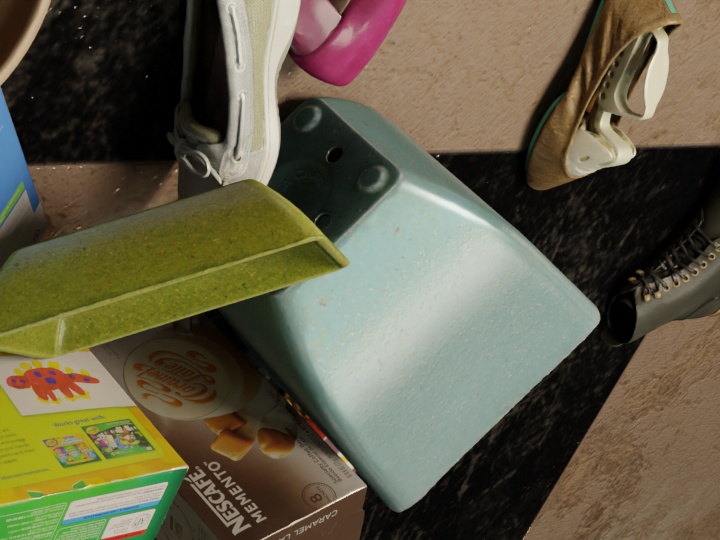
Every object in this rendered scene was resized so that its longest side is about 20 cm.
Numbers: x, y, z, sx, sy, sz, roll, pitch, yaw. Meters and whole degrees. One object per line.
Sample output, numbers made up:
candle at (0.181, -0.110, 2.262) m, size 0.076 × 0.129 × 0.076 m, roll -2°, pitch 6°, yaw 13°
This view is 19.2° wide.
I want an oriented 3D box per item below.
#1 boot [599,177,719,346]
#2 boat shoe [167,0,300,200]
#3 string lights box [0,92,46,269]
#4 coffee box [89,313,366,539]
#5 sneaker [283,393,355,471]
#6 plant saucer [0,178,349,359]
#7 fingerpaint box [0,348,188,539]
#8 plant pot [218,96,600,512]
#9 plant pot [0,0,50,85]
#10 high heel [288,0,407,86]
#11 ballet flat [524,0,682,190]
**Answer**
boot at (0.291, -0.015, 1.865) m, size 0.138 × 0.077 × 0.200 m, roll -20°, pitch 140°, yaw -28°
boat shoe at (-0.087, -0.112, 1.301) m, size 0.065 × 0.074 × 0.202 m, roll -11°, pitch 132°, yaw -35°
string lights box at (-0.236, -0.053, 1.147) m, size 0.103 × 0.059 × 0.200 m, roll -59°, pitch 159°, yaw -28°
coffee box at (-0.102, 0.127, 1.433) m, size 0.114 × 0.200 × 0.080 m, roll -24°, pitch 143°, yaw -31°
sneaker at (-0.019, 0.116, 1.657) m, size 0.200 × 0.075 × 0.090 m, roll -43°, pitch 158°, yaw 9°
plant saucer at (-0.114, -0.003, 1.226) m, size 0.199 × 0.048 × 0.200 m, roll -17°, pitch 174°, yaw 3°
fingerpaint box at (-0.235, 0.105, 1.282) m, size 0.200 × 0.167 × 0.073 m, roll -8°, pitch 134°, yaw -46°
plant pot at (0.000, 0.000, 1.430) m, size 0.196 × 0.196 × 0.200 m, roll -44°, pitch 137°, yaw -1°
plant pot at (-0.249, -0.161, 0.999) m, size 0.200 × 0.093 × 0.201 m, roll -14°, pitch 118°, yaw -29°
high heel at (0.031, -0.200, 1.336) m, size 0.200 × 0.067 × 0.096 m, roll -35°, pitch 141°, yaw 12°
ballet flat at (0.188, -0.126, 1.605) m, size 0.068 × 0.072 × 0.200 m, roll -8°, pitch 133°, yaw -45°
